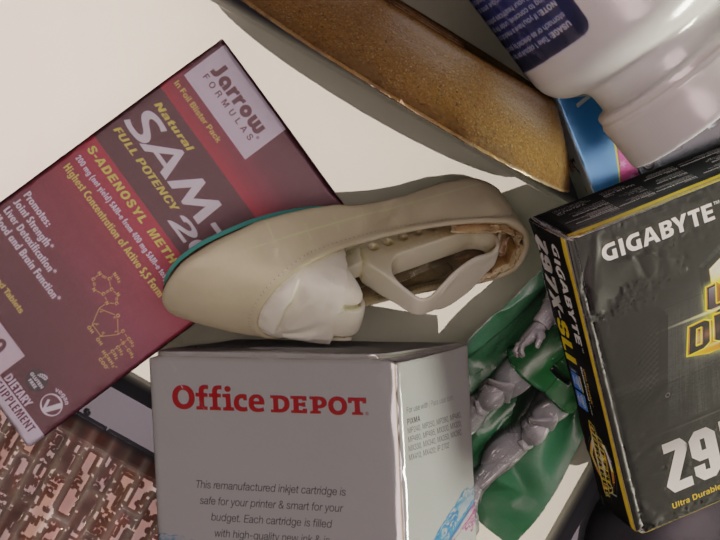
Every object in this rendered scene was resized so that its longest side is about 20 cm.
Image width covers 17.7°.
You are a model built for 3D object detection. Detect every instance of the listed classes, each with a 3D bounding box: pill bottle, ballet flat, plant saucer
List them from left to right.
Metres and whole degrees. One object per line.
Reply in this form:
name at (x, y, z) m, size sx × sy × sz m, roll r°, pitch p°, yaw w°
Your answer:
ballet flat at (0.000, 0.000, 1.137) m, size 0.199 × 0.069 × 0.070 m, roll -17°, pitch 96°, yaw -31°
plant saucer at (0.023, -0.104, 1.104) m, size 0.199 × 0.200 × 0.036 m, roll 31°, pitch 98°, yaw -5°
pill bottle at (0.098, -0.151, 1.058) m, size 0.111 × 0.111 × 0.200 m, roll -38°, pitch 96°, yaw 0°

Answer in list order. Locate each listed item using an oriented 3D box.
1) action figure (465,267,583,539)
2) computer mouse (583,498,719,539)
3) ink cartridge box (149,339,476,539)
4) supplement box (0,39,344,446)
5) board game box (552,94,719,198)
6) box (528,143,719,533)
action figure at (0.103, 0.043, 1.176) m, size 0.118 × 0.055 × 0.200 m, roll 36°, pitch 102°, yaw -24°
computer mouse at (0.204, 0.111, 1.206) m, size 0.200 × 0.053 × 0.139 m, roll -38°, pitch 96°, yaw 0°
ink cartridge box at (-0.020, 0.136, 1.148) m, size 0.145 × 0.083 × 0.202 m, roll 0°, pitch 95°, yaw 31°
supplement box at (-0.118, -0.015, 1.173) m, size 0.200 × 0.061 × 0.109 m, roll -37°, pitch 95°, yaw -2°
board game box at (0.182, -0.132, 1.183) m, size 0.199 × 0.064 × 0.148 m, roll -23°, pitch 95°, yaw -1°
box at (0.195, 0.018, 1.140) m, size 0.199 × 0.049 × 0.161 m, roll -20°, pitch 111°, yaw -14°
